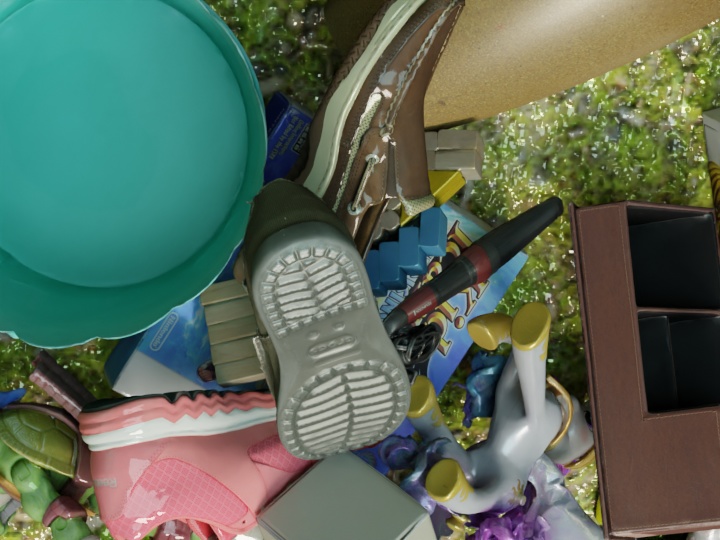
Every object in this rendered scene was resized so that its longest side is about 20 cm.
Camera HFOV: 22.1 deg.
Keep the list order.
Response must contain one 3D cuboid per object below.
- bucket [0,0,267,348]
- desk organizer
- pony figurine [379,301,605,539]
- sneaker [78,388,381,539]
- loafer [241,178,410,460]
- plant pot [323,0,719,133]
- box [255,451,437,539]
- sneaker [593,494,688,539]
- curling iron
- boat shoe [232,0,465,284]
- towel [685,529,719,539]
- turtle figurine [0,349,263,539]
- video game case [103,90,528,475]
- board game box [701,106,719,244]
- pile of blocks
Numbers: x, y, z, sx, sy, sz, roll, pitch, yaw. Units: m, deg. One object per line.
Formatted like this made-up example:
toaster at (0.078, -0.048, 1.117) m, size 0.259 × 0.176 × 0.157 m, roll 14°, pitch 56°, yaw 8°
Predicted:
bucket at (-0.145, -0.067, 0.985) m, size 0.205 × 0.135 × 0.209 m, roll 0°, pitch 98°, yaw -1°
desk organizer at (0.180, 0.057, 1.099) m, size 0.076 × 0.072 × 0.202 m, roll -9°, pitch 78°, yaw 20°
pony figurine at (0.085, 0.124, 1.101) m, size 0.194 × 0.166 × 0.200 m, roll -60°, pitch 147°, yaw -9°
sneaker at (-0.069, 0.110, 1.032) m, size 0.199 × 0.074 × 0.087 m, roll 0°, pitch 84°, yaw -37°
loafer at (-0.020, 0.026, 0.948) m, size 0.075 × 0.070 × 0.201 m, roll -14°, pitch 142°, yaw -6°
plant pot at (0.083, -0.171, 1.026) m, size 0.199 × 0.187 × 0.187 m, roll -34°, pitch 112°, yaw 16°
box at (0.010, 0.198, 1.061) m, size 0.068 × 0.082 × 0.201 m, roll -40°, pitch 141°, yaw -22°
sneaker at (0.210, 0.103, 1.172) m, size 0.077 × 0.085 × 0.201 m, roll 5°, pitch 104°, yaw -15°
curling iron at (0.063, 0.004, 1.062) m, size 0.025 × 0.200 × 0.050 m, roll 28°, pitch 133°, yaw 19°
boat shoe at (0.011, -0.059, 0.971) m, size 0.075 × 0.075 × 0.203 m, roll 35°, pitch 117°, yaw 9°
towel at (0.257, 0.216, 1.203) m, size 0.190 × 0.032 × 0.201 m, roll -1°, pitch 110°, yaw -46°
turtle figurine at (-0.166, 0.159, 1.061) m, size 0.193 × 0.144 × 0.201 m, roll 12°, pitch 68°, yaw -28°
video game case at (-0.026, 0.025, 1.111) m, size 0.181 × 0.045 × 0.201 m, roll 31°, pitch 96°, yaw -21°
board game box at (0.263, -0.017, 1.089) m, size 0.034 × 0.200 × 0.127 m, roll -15°, pitch 109°, yaw -9°
pile of blocks at (0.000, 0.000, 1.048) m, size 0.200 × 0.062 × 0.082 m, roll -38°, pitch 71°, yaw 3°
